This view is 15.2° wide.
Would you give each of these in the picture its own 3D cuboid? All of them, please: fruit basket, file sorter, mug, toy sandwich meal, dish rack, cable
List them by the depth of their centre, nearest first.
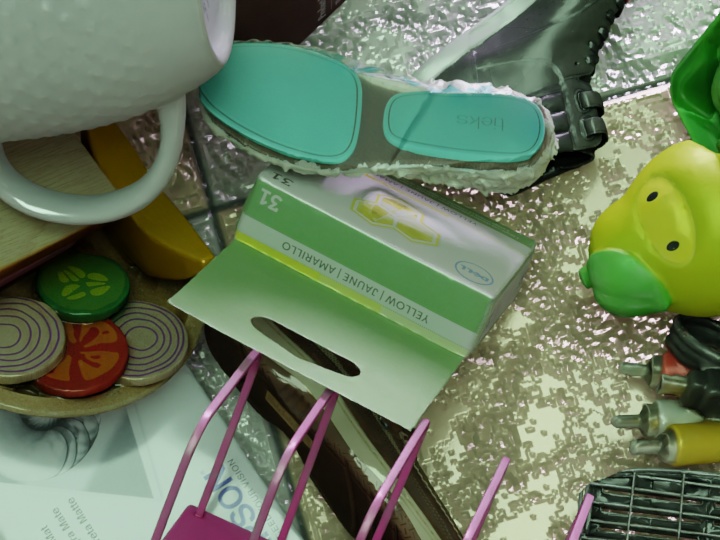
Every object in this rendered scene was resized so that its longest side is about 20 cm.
[{"bbox_3d":[0.001,0.141,1.342,0.199,0.139,0.126,24,111,5],"label":"file sorter"},{"bbox_3d":[-0.153,-0.116,1.356,0.174,0.148,0.201,-3,115,10],"label":"mug"},{"bbox_3d":[0.173,0.207,1.429,0.152,0.055,0.201,8,72,2],"label":"dish rack"},{"bbox_3d":[-0.169,-0.017,1.433,0.204,0.070,0.206,10,52,-13],"label":"toy sandwich meal"},{"bbox_3d":[0.220,-0.044,1.449,0.214,0.156,0.217,10,59,-16],"label":"fruit basket"},{"bbox_3d":[0.235,0.078,1.479,0.199,0.050,0.097,12,41,-11],"label":"cable"}]

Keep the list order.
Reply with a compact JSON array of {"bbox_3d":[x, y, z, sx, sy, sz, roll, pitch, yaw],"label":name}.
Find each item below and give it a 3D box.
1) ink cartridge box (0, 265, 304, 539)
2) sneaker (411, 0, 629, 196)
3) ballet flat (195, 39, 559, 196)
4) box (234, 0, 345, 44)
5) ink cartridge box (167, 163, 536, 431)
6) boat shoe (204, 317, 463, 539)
[{"bbox_3d":[-0.160,0.130,1.461,0.199,0.041,0.200,-34,76,-8],"label":"ink cartridge box"},{"bbox_3d":[0.124,-0.120,1.517,0.200,0.071,0.099,-39,79,-4],"label":"sneaker"},{"bbox_3d":[0.006,-0.073,1.447,0.199,0.072,0.072,12,74,1],"label":"ballet flat"},{"bbox_3d":[-0.058,-0.237,1.500,0.200,0.166,0.164,-44,79,-11],"label":"box"},{"bbox_3d":[0.000,0.000,1.424,0.145,0.200,0.048,27,112,8],"label":"ink cartridge box"},{"bbox_3d":[0.004,0.081,1.458,0.075,0.075,0.203,-35,81,-24],"label":"boat shoe"}]
